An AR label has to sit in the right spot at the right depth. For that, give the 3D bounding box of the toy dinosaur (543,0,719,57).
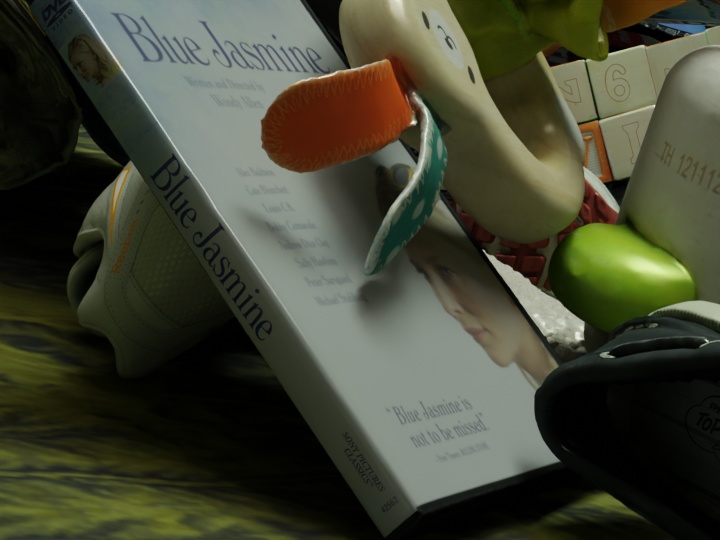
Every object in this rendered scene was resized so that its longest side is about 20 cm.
[{"bbox_3d":[0.095,-0.127,1.064,0.199,0.061,0.106,-13,-2,5],"label":"toy dinosaur"}]

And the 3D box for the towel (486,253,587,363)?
[{"bbox_3d":[0.000,0.000,0.888,0.132,0.035,0.200,6,12,-23],"label":"towel"}]

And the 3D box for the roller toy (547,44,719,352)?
[{"bbox_3d":[0.183,-0.003,0.786,0.182,0.140,0.200,23,14,25],"label":"roller toy"}]

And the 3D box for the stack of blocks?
[{"bbox_3d":[0.187,-0.088,1.057,0.199,0.059,0.115,-13,0,11],"label":"stack of blocks"}]

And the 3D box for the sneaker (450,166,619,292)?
[{"bbox_3d":[0.046,-0.042,1.032,0.200,0.078,0.082,21,13,41],"label":"sneaker"}]

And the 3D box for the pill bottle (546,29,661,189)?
[{"bbox_3d":[0.109,-0.083,1.213,0.199,0.112,0.111,10,11,-7],"label":"pill bottle"}]

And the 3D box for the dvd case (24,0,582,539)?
[{"bbox_3d":[-0.007,-0.012,0.683,0.200,0.018,0.142,55,27,15],"label":"dvd case"}]

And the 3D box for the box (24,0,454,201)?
[{"bbox_3d":[-0.055,-0.103,0.866,0.200,0.048,0.193,8,-32,52],"label":"box"}]

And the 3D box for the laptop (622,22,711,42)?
[{"bbox_3d":[0.235,-0.120,1.338,0.200,0.103,0.177,26,-21,50],"label":"laptop"}]

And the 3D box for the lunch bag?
[{"bbox_3d":[-0.216,-0.103,0.980,0.199,0.118,0.164,17,5,-14],"label":"lunch bag"}]

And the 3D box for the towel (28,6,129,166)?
[{"bbox_3d":[-0.121,-0.130,1.035,0.048,0.200,0.112,-28,69,-21],"label":"towel"}]

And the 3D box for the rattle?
[{"bbox_3d":[0.063,-0.075,0.702,0.142,0.131,0.200,-10,2,17],"label":"rattle"}]

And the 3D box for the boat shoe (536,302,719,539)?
[{"bbox_3d":[0.118,0.058,0.590,0.066,0.075,0.199,-9,25,-30],"label":"boat shoe"}]

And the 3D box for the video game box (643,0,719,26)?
[{"bbox_3d":[0.130,-0.165,1.119,0.181,0.047,0.200,4,-5,21],"label":"video game box"}]

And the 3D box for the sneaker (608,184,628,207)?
[{"bbox_3d":[0.181,-0.026,1.101,0.199,0.079,0.090,1,12,-45],"label":"sneaker"}]

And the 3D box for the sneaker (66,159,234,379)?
[{"bbox_3d":[-0.066,-0.022,0.783,0.076,0.092,0.200,48,8,-11],"label":"sneaker"}]
